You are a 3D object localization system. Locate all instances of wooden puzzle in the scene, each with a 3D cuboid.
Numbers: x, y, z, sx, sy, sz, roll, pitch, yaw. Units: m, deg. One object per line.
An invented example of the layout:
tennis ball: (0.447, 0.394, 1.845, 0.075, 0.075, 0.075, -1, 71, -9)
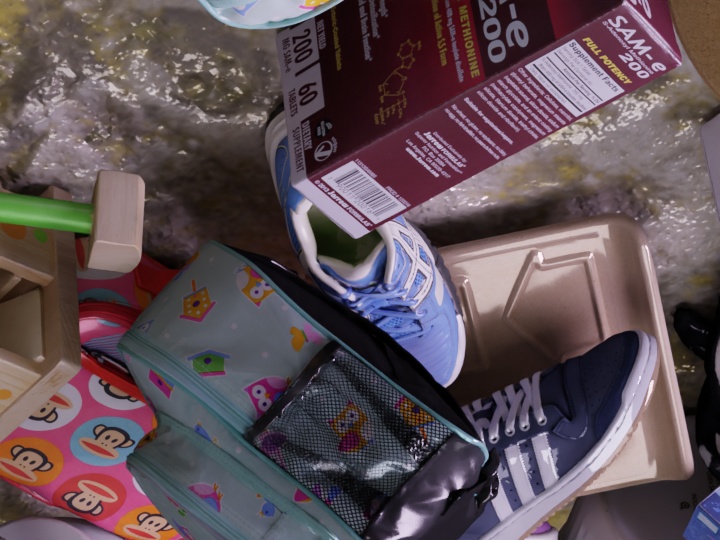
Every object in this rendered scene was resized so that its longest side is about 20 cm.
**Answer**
wooden puzzle: (0.082, 0.055, 1.712, 0.199, 0.046, 0.186, -9, 121, 10)

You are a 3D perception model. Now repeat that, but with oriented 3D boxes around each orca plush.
orca plush: (0.210, 0.042, 1.728, 0.071, 0.105, 0.200, 19, 146, 21)

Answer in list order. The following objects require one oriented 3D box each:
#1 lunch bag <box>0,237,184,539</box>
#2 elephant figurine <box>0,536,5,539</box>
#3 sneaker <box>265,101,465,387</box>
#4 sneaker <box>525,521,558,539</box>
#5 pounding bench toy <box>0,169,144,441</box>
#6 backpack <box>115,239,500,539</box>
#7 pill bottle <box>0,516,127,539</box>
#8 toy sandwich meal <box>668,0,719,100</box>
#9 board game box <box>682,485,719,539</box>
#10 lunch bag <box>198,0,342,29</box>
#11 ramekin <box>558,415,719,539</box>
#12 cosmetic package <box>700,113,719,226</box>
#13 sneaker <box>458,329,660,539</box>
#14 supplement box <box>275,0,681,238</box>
lunch bag: (-0.127, 0.065, 1.699, 0.176, 0.082, 0.200, -38, 132, 26)
elephant figurine: (-0.289, 0.121, 1.679, 0.141, 0.156, 0.200, -28, 143, 32)
sneaker: (0.000, 0.000, 1.606, 0.075, 0.077, 0.200, -21, 126, 14)
sneaker: (0.063, 0.203, 1.838, 0.074, 0.100, 0.200, -1, 175, -19)
pounding bench toy: (-0.227, -0.009, 1.550, 0.156, 0.125, 0.200, 25, 132, -33)
backpack: (-0.042, 0.085, 1.563, 0.153, 0.200, 0.176, -42, 169, -5)
pill bottle: (-0.170, 0.212, 1.790, 0.113, 0.114, 0.200, -14, 163, 9)
toy sandwich meal: (0.239, -0.145, 1.437, 0.070, 0.205, 0.205, -26, 161, -46)
board game box: (0.304, 0.140, 1.734, 0.200, 0.135, 0.035, -35, 156, -34)
lunch bag: (-0.012, -0.201, 1.383, 0.199, 0.077, 0.160, -22, 139, 18)
ramekin: (0.215, 0.175, 1.800, 0.201, 0.203, 0.095, -1, 129, -8)
cosmetic package: (0.327, -0.050, 1.588, 0.200, 0.123, 0.199, 26, 131, -36)
sneaker: (0.074, 0.088, 1.665, 0.108, 0.070, 0.200, 32, 122, -17)
supplement box: (0.056, -0.111, 1.481, 0.199, 0.109, 0.061, -28, 137, 23)
